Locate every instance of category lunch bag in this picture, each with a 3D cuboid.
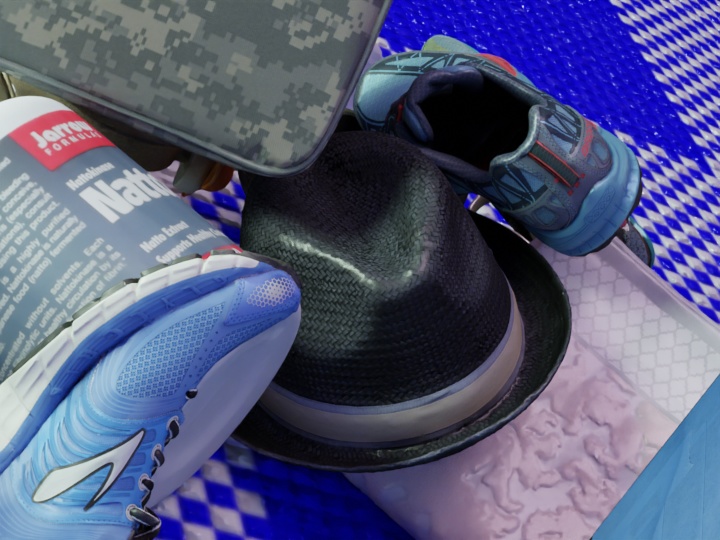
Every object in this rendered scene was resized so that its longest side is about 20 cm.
[{"bbox_3d":[-0.091,-0.137,0.922,0.199,0.140,0.168,21,8,-15],"label":"lunch bag"}]

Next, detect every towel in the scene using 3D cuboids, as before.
[{"bbox_3d":[0.113,0.086,0.956,0.200,0.032,0.191,42,65,14],"label":"towel"}]

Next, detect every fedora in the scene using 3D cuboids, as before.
[{"bbox_3d":[0.000,0.000,0.925,0.200,0.092,0.201,-9,37,7],"label":"fedora"}]

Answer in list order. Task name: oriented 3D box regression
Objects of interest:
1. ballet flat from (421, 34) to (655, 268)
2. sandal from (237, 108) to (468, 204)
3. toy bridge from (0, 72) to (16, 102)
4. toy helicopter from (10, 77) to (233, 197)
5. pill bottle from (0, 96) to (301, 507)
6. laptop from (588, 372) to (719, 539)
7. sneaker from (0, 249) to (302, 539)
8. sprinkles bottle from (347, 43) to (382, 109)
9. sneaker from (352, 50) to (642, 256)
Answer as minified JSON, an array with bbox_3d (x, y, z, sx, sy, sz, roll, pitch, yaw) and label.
[{"bbox_3d":[0.075,-0.055,1.085,0.074,0.074,0.200,0,38,-47],"label":"ballet flat"},{"bbox_3d":[-0.008,-0.056,1.136,0.057,0.080,0.201,30,14,32],"label":"sandal"},{"bbox_3d":[-0.202,-0.086,0.971,0.200,0.067,0.027,46,30,24],"label":"toy bridge"},{"bbox_3d":[-0.107,-0.084,1.066,0.132,0.079,0.200,33,15,12],"label":"toy helicopter"},{"bbox_3d":[-0.135,-0.003,0.848,0.200,0.120,0.120,39,28,11],"label":"pill bottle"},{"bbox_3d":[0.049,0.115,0.761,0.199,0.116,0.187,0,25,11],"label":"laptop"},{"bbox_3d":[-0.095,0.070,0.732,0.089,0.200,0.079,49,-4,4],"label":"sneaker"},{"bbox_3d":[-0.076,-0.174,1.249,0.200,0.068,0.068,44,29,21],"label":"sprinkles bottle"},{"bbox_3d":[0.053,-0.081,0.996,0.095,0.079,0.200,34,-4,-40],"label":"sneaker"}]
